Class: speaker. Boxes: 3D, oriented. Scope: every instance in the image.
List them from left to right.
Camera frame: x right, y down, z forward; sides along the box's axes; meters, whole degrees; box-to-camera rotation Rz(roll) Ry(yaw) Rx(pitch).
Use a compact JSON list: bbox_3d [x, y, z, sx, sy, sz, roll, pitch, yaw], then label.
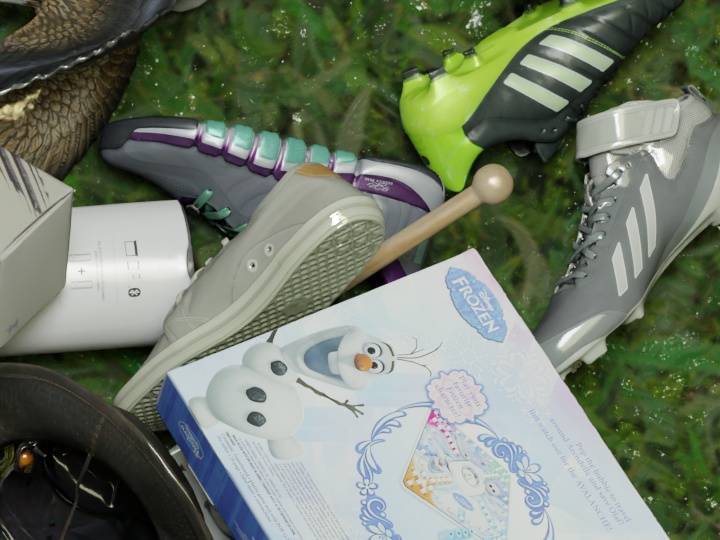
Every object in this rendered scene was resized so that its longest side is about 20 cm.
[{"bbox_3d":[-0.194,0.007,1.598,0.199,0.081,0.082,-5,79,-12],"label":"speaker"}]

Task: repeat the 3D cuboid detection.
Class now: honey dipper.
[{"bbox_3d":[0.000,0.000,1.616,0.199,0.038,0.038,-33,85,12],"label":"honey dipper"}]

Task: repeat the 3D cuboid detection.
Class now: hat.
[{"bbox_3d":[-0.140,0.128,1.562,0.201,0.200,0.081,53,37,3],"label":"hat"}]

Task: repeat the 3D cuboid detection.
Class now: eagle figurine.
[{"bbox_3d":[-0.161,-0.135,1.608,0.150,0.152,0.201,-7,57,28],"label":"eagle figurine"}]

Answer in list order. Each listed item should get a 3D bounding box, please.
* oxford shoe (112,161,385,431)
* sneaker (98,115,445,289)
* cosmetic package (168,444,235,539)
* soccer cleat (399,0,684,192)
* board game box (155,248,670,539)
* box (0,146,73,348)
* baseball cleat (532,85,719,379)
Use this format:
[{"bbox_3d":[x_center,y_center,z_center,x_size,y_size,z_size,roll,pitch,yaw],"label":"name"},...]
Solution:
[{"bbox_3d":[-0.064,0.015,1.565,0.075,0.200,0.058,8,44,-50],"label":"oxford shoe"},{"bbox_3d":[-0.053,-0.031,1.642,0.199,0.074,0.088,11,84,-8],"label":"sneaker"},{"bbox_3d":[-0.003,0.147,1.624,0.151,0.052,0.200,-37,87,-14],"label":"cosmetic package"},{"bbox_3d":[0.112,-0.115,1.703,0.199,0.067,0.081,-29,108,-20],"label":"soccer cleat"},{"bbox_3d":[0.027,0.107,1.522,0.198,0.043,0.200,-22,66,-27],"label":"board game box"},{"bbox_3d":[-0.249,-0.045,1.530,0.199,0.082,0.068,30,50,16],"label":"box"},{"bbox_3d":[0.140,-0.027,1.679,0.107,0.070,0.200,49,62,-10],"label":"baseball cleat"}]
